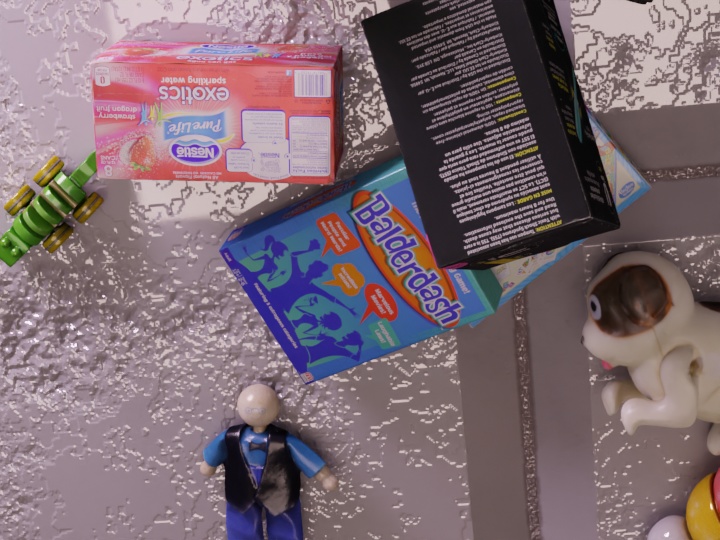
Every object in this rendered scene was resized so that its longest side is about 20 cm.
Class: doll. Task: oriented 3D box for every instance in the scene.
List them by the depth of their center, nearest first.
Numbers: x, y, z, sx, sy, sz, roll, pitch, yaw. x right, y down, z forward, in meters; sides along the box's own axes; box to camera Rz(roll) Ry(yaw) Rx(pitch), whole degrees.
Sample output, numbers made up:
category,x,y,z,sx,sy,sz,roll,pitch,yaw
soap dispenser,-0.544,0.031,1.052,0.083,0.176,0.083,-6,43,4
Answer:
category,x,y,z,sx,sy,sz,roll,pitch,yaw
doll,-0.087,0.202,1.254,0.136,0.048,0.201,0,104,14

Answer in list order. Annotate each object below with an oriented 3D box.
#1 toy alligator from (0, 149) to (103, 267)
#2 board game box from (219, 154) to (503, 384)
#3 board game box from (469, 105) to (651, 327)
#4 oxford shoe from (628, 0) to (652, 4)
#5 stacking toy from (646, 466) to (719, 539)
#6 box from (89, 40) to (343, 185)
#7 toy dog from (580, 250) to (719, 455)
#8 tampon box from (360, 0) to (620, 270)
category,x,y,z,sx,sy,sz,roll,pitch,yaw
toy alligator,-0.293,-0.037,1.177,0.200,0.054,0.059,-42,102,16
board game box,0.000,0.000,1.151,0.200,0.045,0.152,-23,110,26
board game box,0.130,-0.062,1.152,0.200,0.034,0.135,-39,103,16
oxford shoe,0.165,-0.286,1.050,0.200,0.073,0.084,36,106,-9
stacking toy,0.350,0.221,1.211,0.200,0.146,0.146,-33,106,33
box,-0.115,-0.133,1.110,0.199,0.095,0.103,1,110,4
toy dog,0.282,0.064,1.136,0.200,0.140,0.194,31,108,-6
tampon box,0.106,-0.111,1.035,0.126,0.150,0.201,-18,83,18
